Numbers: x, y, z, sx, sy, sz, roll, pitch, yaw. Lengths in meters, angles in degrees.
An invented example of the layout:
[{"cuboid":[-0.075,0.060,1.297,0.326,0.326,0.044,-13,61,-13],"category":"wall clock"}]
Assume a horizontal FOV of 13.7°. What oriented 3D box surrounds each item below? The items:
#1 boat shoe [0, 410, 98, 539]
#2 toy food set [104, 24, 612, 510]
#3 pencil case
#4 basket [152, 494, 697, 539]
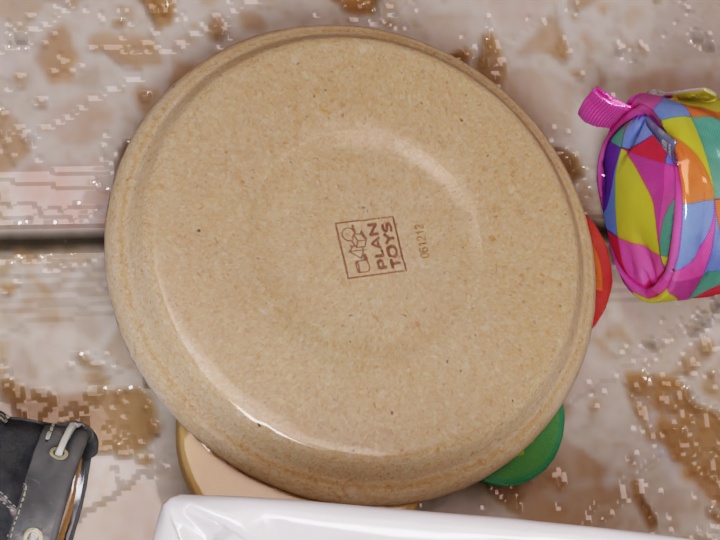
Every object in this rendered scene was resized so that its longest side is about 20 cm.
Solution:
[{"cuboid":[-0.122,0.146,1.044,0.067,0.072,0.201,3,68,-9],"category":"boat shoe"},{"cuboid":[0.000,0.000,1.143,0.197,0.049,0.201,-24,78,-21],"category":"toy food set"},{"cuboid":[0.190,-0.042,1.191,0.199,0.088,0.089,-6,72,-18],"category":"pencil case"},{"cuboid":[0.022,0.166,1.028,0.199,0.124,0.136,6,66,-1],"category":"basket"}]
